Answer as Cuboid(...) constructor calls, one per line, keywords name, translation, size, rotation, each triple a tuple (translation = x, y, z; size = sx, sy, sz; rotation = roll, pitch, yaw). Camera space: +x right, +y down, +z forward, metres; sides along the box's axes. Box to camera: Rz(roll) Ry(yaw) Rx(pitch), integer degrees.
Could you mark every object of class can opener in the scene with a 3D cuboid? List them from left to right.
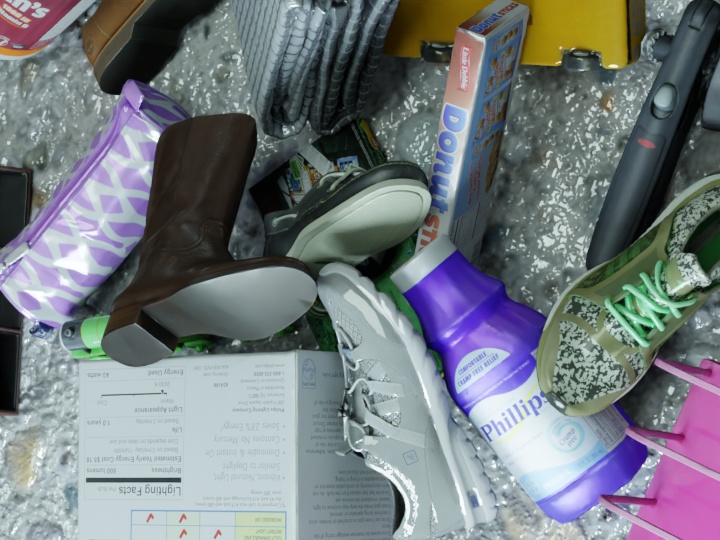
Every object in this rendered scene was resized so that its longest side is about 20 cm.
Cuboid(name="can opener", translation=(0.197, -0.084, 1.483), size=(0.079, 0.063, 0.200), rotation=(31, 98, 29))

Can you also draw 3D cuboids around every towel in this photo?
Cuboid(name="towel", translation=(-0.036, -0.207, 1.560), size=(0.085, 0.200, 0.166), rotation=(-6, 65, -12))

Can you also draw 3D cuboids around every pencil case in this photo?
Cuboid(name="pencil case", translation=(-0.201, -0.049, 1.693), size=(0.200, 0.085, 0.084), rotation=(-51, 44, 12))

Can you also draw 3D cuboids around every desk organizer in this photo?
Cuboid(name="desk organizer", translation=(-0.310, 0.013, 1.756), size=(0.077, 0.072, 0.201), rotation=(-1, 83, 27))

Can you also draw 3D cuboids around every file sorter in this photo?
Cuboid(name="file sorter", translation=(0.215, 0.168, 1.402), size=(0.139, 0.125, 0.200), rotation=(25, 96, 30))

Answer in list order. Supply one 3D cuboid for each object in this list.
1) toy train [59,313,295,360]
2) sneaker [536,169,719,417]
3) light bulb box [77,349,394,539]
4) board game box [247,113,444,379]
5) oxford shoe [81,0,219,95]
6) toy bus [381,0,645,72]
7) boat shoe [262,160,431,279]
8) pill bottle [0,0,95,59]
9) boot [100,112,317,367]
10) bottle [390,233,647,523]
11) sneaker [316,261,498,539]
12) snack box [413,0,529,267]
Cuboid(name="toy train", translation=(-0.136, 0.039, 1.661), size=(0.200, 0.056, 0.042), rotation=(-10, 78, 28))
Cuboid(name="sneaker", translation=(0.187, 0.009, 1.421), size=(0.077, 0.089, 0.200), rotation=(43, 82, 0))
Cuboid(name="light bulb box", translation=(-0.086, 0.159, 1.562), size=(0.198, 0.125, 0.201), rotation=(-4, 84, 36))
Cuboid(name="board game box", translation=(0.000, 0.000, 1.608), size=(0.105, 0.023, 0.200), rotation=(-32, 68, 21))
Cuboid(name="oxford shoe", translation=(-0.142, -0.225, 1.696), size=(0.200, 0.071, 0.071), rotation=(-42, 60, 19))
Cuboid(name="toy bus", translation=(0.101, -0.177, 1.537), size=(0.200, 0.078, 0.065), rotation=(6, 109, 30))
Cuboid(name="boat shoe", translation=(-0.016, -0.040, 1.530), size=(0.200, 0.072, 0.068), rotation=(146, 125, -59))
Cuboid(name="pill bottle", translation=(-0.230, -0.246, 1.687), size=(0.200, 0.109, 0.110), rotation=(-33, 66, 47))
Cuboid(name="boot", translation=(-0.088, -0.042, 1.542), size=(0.186, 0.064, 0.200), rotation=(-15, 43, 33))
Cuboid(name="bottle", translation=(0.099, 0.067, 1.476), size=(0.083, 0.065, 0.200), rotation=(-38, 91, 30))
Cuboid(name="sneaker", translation=(0.015, 0.090, 1.477), size=(0.082, 0.075, 0.200), rotation=(-27, 93, -6))
Cuboid(name="snack box", translation=(0.071, -0.077, 1.502), size=(0.024, 0.072, 0.200), rotation=(22, 121, 20))
